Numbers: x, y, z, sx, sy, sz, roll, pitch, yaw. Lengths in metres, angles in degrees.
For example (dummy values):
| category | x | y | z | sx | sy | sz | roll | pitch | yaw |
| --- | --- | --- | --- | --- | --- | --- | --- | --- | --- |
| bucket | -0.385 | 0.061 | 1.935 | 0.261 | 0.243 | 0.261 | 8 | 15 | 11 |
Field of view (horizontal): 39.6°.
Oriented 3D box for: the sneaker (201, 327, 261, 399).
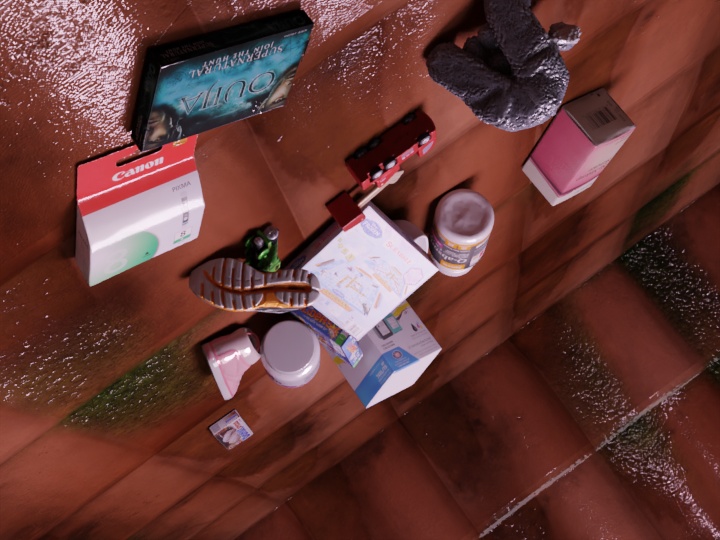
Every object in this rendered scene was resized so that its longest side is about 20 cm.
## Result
| category | x | y | z | sx | sy | sz | roll | pitch | yaw |
| --- | --- | --- | --- | --- | --- | --- | --- | --- | --- |
| sneaker | -0.227 | 0.170 | 1.837 | 0.104 | 0.076 | 0.201 | -27 | 157 | -13 |

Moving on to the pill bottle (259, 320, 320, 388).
| category | x | y | z | sx | sy | sz | roll | pitch | yaw |
| --- | --- | --- | --- | --- | --- | --- | --- | --- | --- |
| pill bottle | -0.132 | 0.156 | 1.881 | 0.113 | 0.114 | 0.200 | -34 | 171 | -9 |

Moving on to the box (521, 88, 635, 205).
| category | x | y | z | sx | sy | sz | roll | pitch | yaw |
| --- | --- | --- | --- | --- | --- | --- | --- | --- | --- |
| box | 0.433 | -0.244 | 1.995 | 0.127 | 0.109 | 0.201 | -27 | 160 | -29 |

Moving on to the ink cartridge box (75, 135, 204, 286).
| category | x | y | z | sx | sy | sz | roll | pitch | yaw |
| --- | --- | --- | --- | --- | --- | --- | --- | --- | --- |
| ink cartridge box | -0.260 | -0.077 | 1.197 | 0.160 | 0.050 | 0.200 | -27 | 162 | -29 |

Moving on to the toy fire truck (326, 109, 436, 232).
| category | x | y | z | sx | sy | sz | roll | pitch | yaw |
| --- | --- | --- | --- | --- | --- | --- | --- | --- | --- |
| toy fire truck | 0.034 | -0.154 | 1.559 | 0.199 | 0.049 | 0.141 | -36 | 163 | -5 |

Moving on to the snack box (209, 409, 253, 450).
| category | x | y | z | sx | sy | sz | roll | pitch | yaw |
| --- | --- | --- | --- | --- | --- | --- | --- | --- | --- |
| snack box | -0.296 | 0.368 | 2.298 | 0.072 | 0.024 | 0.200 | -35 | 162 | -9 |

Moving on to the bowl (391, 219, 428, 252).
| category | x | y | z | sx | sy | sz | roll | pitch | yaw |
| --- | --- | --- | --- | --- | --- | --- | --- | --- | --- |
| bowl | 0.028 | -0.012 | 1.871 | 0.199 | 0.075 | 0.200 | -33 | 162 | -10 |

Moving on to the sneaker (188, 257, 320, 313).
| category | x | y | z | sx | sy | sz | roll | pitch | yaw |
| --- | --- | --- | --- | --- | --- | --- | --- | --- | --- |
| sneaker | -0.164 | 0.032 | 1.520 | 0.198 | 0.079 | 0.077 | 8 | 166 | -15 |

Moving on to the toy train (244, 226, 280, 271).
| category | x | y | z | sx | sy | sz | roll | pitch | yaw |
| --- | --- | --- | --- | --- | --- | --- | --- | --- | --- |
| toy train | -0.154 | -0.010 | 1.587 | 0.056 | 0.042 | 0.200 | -40 | 165 | -23 |

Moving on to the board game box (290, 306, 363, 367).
| category | x | y | z | sx | sy | sz | roll | pitch | yaw |
| --- | --- | --- | --- | --- | --- | --- | --- | --- | --- |
| board game box | -0.066 | 0.116 | 1.906 | 0.035 | 0.135 | 0.200 | -52 | 166 | -10 |

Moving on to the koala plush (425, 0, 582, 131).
| category | x | y | z | sx | sy | sz | roll | pitch | yaw |
| --- | --- | --- | --- | --- | --- | --- | --- | --- | --- |
| koala plush | 0.226 | -0.291 | 1.414 | 0.177 | 0.184 | 0.200 | -45 | 173 | 26 |

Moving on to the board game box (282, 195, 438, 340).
| category | x | y | z | sx | sy | sz | roll | pitch | yaw |
| --- | --- | --- | --- | --- | --- | --- | --- | --- | --- |
| board game box | 0.000 | 0.000 | 1.721 | 0.199 | 0.041 | 0.200 | -41 | 126 | 13 |

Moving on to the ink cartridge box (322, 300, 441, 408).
| category | x | y | z | sx | sy | sz | roll | pitch | yaw |
| --- | --- | --- | --- | --- | --- | --- | --- | --- | --- |
| ink cartridge box | 0.033 | 0.144 | 2.066 | 0.146 | 0.201 | 0.146 | -21 | 156 | -40 |

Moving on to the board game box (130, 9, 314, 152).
| category | x | y | z | sx | sy | sz | roll | pitch | yaw |
| --- | --- | --- | --- | --- | --- | --- | --- | --- | --- |
| board game box | -0.152 | -0.208 | 1.098 | 0.199 | 0.028 | 0.136 | -25 | 158 | -33 |

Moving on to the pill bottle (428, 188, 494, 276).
| category | x | y | z | sx | sy | sz | roll | pitch | yaw |
| --- | --- | --- | --- | --- | --- | --- | --- | --- | --- |
| pill bottle | 0.195 | -0.069 | 1.976 | 0.116 | 0.117 | 0.200 | -32 | 162 | -14 |
